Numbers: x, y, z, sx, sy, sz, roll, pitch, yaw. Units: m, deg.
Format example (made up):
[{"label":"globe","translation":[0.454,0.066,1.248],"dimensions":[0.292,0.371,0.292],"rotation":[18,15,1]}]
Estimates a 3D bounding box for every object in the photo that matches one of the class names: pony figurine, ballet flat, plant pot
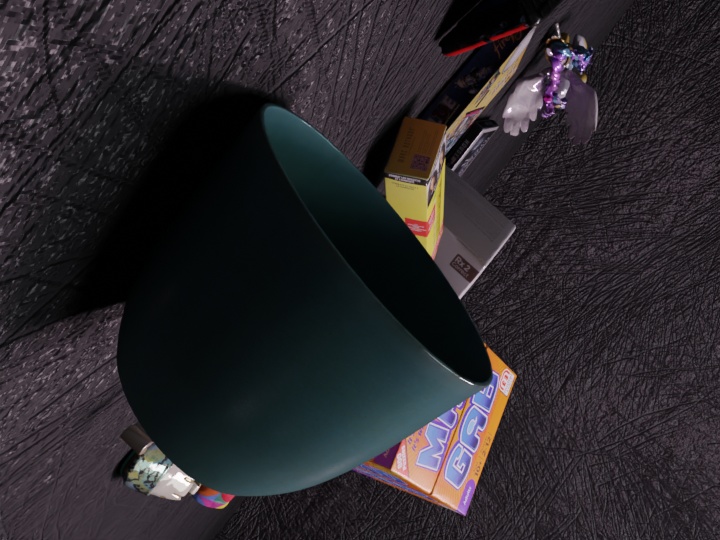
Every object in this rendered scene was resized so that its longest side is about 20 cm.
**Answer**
[{"label":"pony figurine","translation":[0.345,-0.328,1.481],"dimensions":[0.200,0.164,0.197],"rotation":[-29,127,-64]},{"label":"ballet flat","translation":[-0.209,0.224,0.951],"dimensions":[0.075,0.074,0.200],"rotation":[-49,173,-5]},{"label":"plant pot","translation":[-0.046,0.033,0.499],"dimensions":[0.160,0.202,0.200],"rotation":[-39,176,13]}]

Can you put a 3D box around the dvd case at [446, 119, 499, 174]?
[{"label":"dvd case","translation":[0.175,-0.195,1.470],"dimensions":[0.151,0.025,0.200],"rotation":[-53,173,19]}]

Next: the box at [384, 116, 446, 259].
[{"label":"box","translation":[0.062,-0.074,0.936],"dimensions":[0.201,0.049,0.076],"rotation":[84,23,-59]}]

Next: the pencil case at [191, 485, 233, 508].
[{"label":"pencil case","translation":[-0.199,0.282,1.311],"dimensions":[0.201,0.088,0.088],"rotation":[-51,174,28]}]

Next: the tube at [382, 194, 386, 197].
[{"label":"tube","translation":[0.000,0.000,0.965],"dimensions":[0.059,0.051,0.202],"rotation":[63,36,-38]}]

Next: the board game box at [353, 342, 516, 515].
[{"label":"board game box","translation":[0.052,0.171,1.120],"dimensions":[0.200,0.198,0.203],"rotation":[41,67,-45]}]

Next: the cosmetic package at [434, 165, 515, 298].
[{"label":"cosmetic package","translation":[0.108,-0.034,1.280],"dimensions":[0.166,0.164,0.200],"rotation":[-53,172,29]}]

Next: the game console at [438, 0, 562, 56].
[{"label":"game console","translation":[0.151,-0.300,0.730],"dimensions":[0.171,0.120,0.200],"rotation":[-6,-147,51]}]

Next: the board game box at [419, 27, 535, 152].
[{"label":"board game box","translation":[0.126,-0.205,1.015],"dimensions":[0.201,0.034,0.136],"rotation":[-50,174,-10]}]

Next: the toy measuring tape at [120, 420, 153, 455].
[{"label":"toy measuring tape","translation":[-0.117,0.066,0.699],"dimensions":[0.200,0.073,0.074],"rotation":[-45,173,-43]}]
